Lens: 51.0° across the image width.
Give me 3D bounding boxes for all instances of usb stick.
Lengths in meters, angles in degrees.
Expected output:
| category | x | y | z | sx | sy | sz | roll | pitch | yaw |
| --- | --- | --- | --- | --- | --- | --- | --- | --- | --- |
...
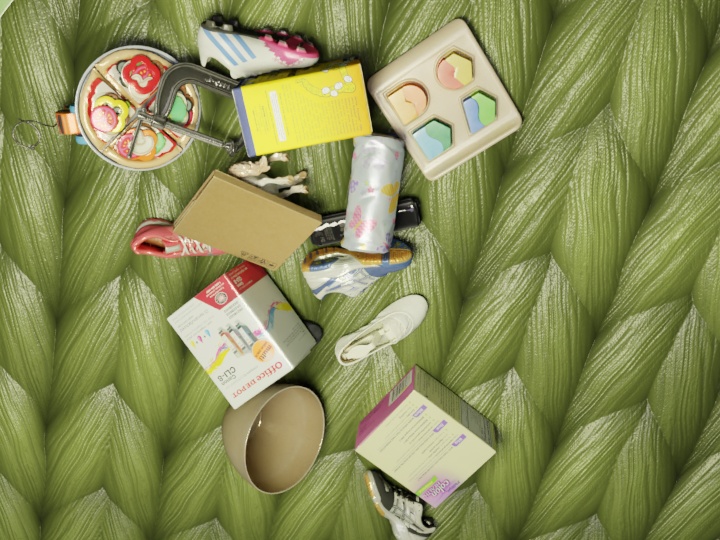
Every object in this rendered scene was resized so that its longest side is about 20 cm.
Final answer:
| category | x | y | z | sx | sy | sz | roll | pitch | yaw |
| --- | --- | --- | --- | --- | --- | --- | --- | --- | --- |
| usb stick | 0.007 | -0.083 | 1.307 | 0.199 | 0.033 | 0.056 | -11 | 118 | 10 |

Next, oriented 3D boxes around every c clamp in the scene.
| category | x | y | z | sx | sy | sz | roll | pitch | yaw |
| --- | --- | --- | --- | --- | --- | --- | --- | --- | --- |
| c clamp | -0.265 | -0.245 | 1.234 | 0.199 | 0.027 | 0.172 | 11 | 100 | -22 |

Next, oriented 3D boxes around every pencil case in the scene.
| category | x | y | z | sx | sy | sz | roll | pitch | yaw |
| --- | --- | --- | --- | --- | --- | --- | --- | --- | --- |
| pencil case | 0.017 | -0.127 | 1.237 | 0.090 | 0.083 | 0.201 | 11 | 99 | 33 |

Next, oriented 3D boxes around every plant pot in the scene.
| category | x | y | z | sx | sy | sz | roll | pitch | yaw |
| --- | --- | --- | --- | --- | --- | --- | --- | --- | --- |
| plant pot | -0.183 | 0.299 | 1.419 | 0.134 | 0.200 | 0.201 | 11 | 119 | 41 |

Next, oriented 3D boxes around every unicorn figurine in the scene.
| category | x | y | z | sx | sy | sz | roll | pitch | yaw |
| --- | --- | --- | --- | --- | --- | --- | --- | --- | --- |
| unicorn figurine | -0.159 | -0.132 | 1.267 | 0.137 | 0.074 | 0.200 | -16 | 142 | 15 |

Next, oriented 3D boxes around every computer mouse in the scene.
| category | x | y | z | sx | sy | sz | roll | pitch | yaw |
| --- | --- | --- | --- | --- | --- | --- | --- | --- | --- |
| computer mouse | -0.166 | 0.139 | 1.416 | 0.199 | 0.034 | 0.059 | -17 | 111 | 13 |

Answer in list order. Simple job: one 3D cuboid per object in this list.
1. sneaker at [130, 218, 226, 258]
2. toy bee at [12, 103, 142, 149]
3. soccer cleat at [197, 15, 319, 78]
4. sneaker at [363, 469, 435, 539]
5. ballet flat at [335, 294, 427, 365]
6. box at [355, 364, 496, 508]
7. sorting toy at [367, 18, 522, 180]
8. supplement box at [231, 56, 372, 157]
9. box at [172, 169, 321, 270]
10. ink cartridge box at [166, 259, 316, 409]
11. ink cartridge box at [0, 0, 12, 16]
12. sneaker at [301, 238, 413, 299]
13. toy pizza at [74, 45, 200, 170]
| category | x | y | z | sx | sy | sz | roll | pitch | yaw |
| --- | --- | --- | --- | --- | --- | --- | --- | --- | --- |
| sneaker | -0.306 | -0.046 | 1.325 | 0.199 | 0.087 | 0.074 | -2 | 113 | 6 |
| toy bee | -0.462 | -0.258 | 1.257 | 0.199 | 0.109 | 0.132 | 10 | 107 | -26 |
| soccer cleat | -0.164 | -0.342 | 1.203 | 0.199 | 0.070 | 0.087 | 16 | 122 | 5 |
| sneaker | 0.079 | 0.464 | 1.516 | 0.087 | 0.076 | 0.201 | -32 | 110 | 1 |
| ballet flat | 0.038 | 0.117 | 1.369 | 0.199 | 0.070 | 0.070 | -32 | 106 | 17 |
| box | 0.123 | 0.313 | 1.425 | 0.200 | 0.097 | 0.176 | 37 | 111 | -9 |
| sorting toy | 0.135 | -0.268 | 1.214 | 0.185 | 0.037 | 0.200 | -31 | 106 | 17 |
| supplement box | -0.088 | -0.260 | 1.191 | 0.199 | 0.109 | 0.110 | -10 | 111 | 2 |
| box | -0.188 | -0.078 | 1.256 | 0.199 | 0.021 | 0.163 | 22 | 138 | -27 |
| ink cartridge box | -0.203 | 0.108 | 1.329 | 0.145 | 0.145 | 0.200 | -36 | 94 | 17 |
| ink cartridge box | -0.556 | -0.515 | 1.176 | 0.145 | 0.048 | 0.200 | 44 | 110 | -12 |
| sneaker | 0.000 | 0.000 | 1.330 | 0.199 | 0.075 | 0.089 | -7 | 123 | 16 |
| toy pizza | -0.356 | -0.259 | 1.222 | 0.199 | 0.032 | 0.201 | -9 | 112 | -23 |
